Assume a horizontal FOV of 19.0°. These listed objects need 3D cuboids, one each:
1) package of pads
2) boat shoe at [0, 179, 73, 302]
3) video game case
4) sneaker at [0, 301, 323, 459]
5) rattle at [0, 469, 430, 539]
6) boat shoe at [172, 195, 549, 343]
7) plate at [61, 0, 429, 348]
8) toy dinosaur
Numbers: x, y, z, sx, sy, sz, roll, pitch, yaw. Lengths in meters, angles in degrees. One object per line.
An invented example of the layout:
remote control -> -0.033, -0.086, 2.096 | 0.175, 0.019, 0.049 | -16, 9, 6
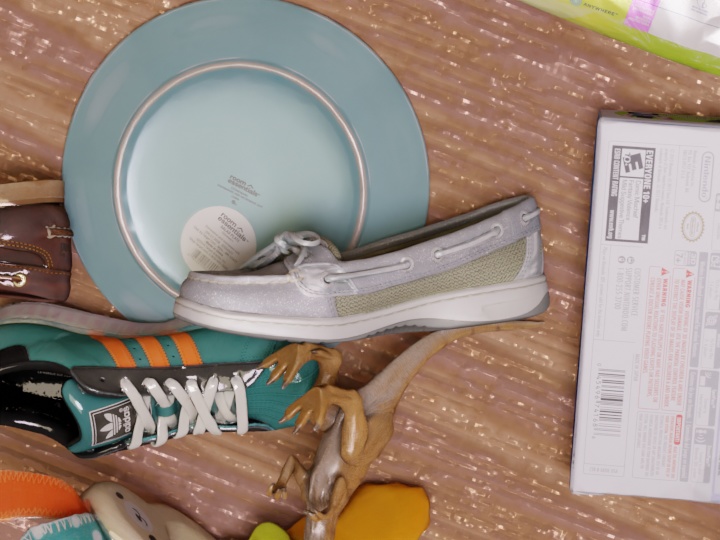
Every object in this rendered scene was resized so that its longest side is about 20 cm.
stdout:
package of pads -> 0.127, -0.151, 1.036 | 0.199, 0.155, 0.069 | 20, 103, 1
boat shoe -> -0.251, -0.007, 1.134 | 0.199, 0.070, 0.071 | -4, 91, 2
video game case -> 0.206, 0.022, 1.120 | 0.180, 0.045, 0.201 | 5, 102, 5
sneaker -> -0.114, 0.067, 1.132 | 0.199, 0.080, 0.072 | 3, 123, 8
rattle -> -0.076, 0.129, 1.107 | 0.143, 0.130, 0.200 | -33, 119, 22
boat shoe -> 0.001, 0.000, 1.101 | 0.201, 0.074, 0.065 | -4, 94, -17
plate -> -0.063, -0.044, 1.141 | 0.199, 0.026, 0.201 | 1, 101, 4
toy dinosaur -> 0.000, 0.075, 1.114 | 0.200, 0.060, 0.106 | -57, 133, -13
